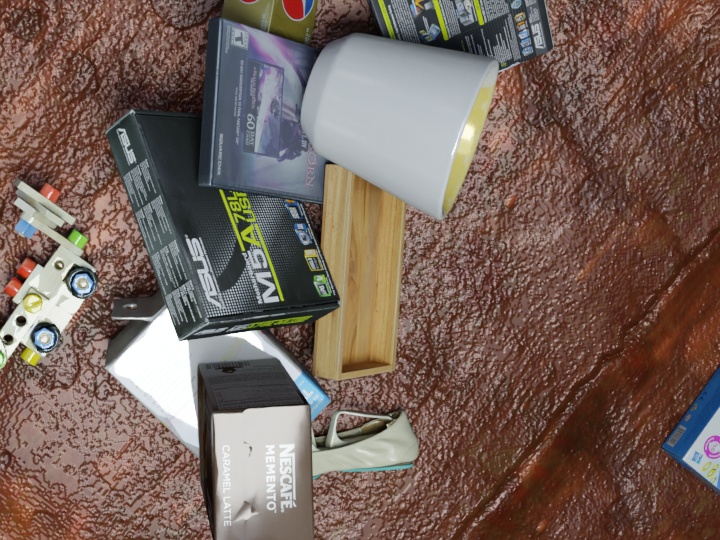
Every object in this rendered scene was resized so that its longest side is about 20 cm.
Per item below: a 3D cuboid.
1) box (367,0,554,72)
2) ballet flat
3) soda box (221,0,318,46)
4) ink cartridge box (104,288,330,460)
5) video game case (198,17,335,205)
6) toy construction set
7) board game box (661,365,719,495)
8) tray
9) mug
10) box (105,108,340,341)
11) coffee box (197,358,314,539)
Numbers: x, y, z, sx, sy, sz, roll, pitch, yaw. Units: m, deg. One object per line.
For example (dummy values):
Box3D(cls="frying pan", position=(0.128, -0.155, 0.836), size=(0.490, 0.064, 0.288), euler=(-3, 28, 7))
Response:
Box3D(cls="box", position=(0.087, -0.258, 1.179), size=(0.158, 0.045, 0.201), euler=(-23, 141, 3))
Box3D(cls="ballet flat", position=(-0.037, 0.174, 1.266), size=(0.197, 0.069, 0.071), euler=(-7, 98, -19))
Box3D(cls="soda box", position=(-0.076, -0.297, 1.193), size=(0.067, 0.063, 0.203), euler=(5, 97, -55))
Box3D(cls="ink cartridge box", position=(-0.146, 0.087, 1.202), size=(0.125, 0.129, 0.200), euler=(-45, 103, -3))
Box3D(cls="video game case", position=(-0.073, -0.139, 1.163), size=(0.199, 0.019, 0.145), euler=(5, 89, -55))
Box3D(cls="toy construction set", position=(-0.323, 0.012, 1.185), size=(0.130, 0.092, 0.201), euler=(36, 100, -12))
Box3D(cls="board game box", position=(0.460, 0.173, 1.363), size=(0.195, 0.056, 0.201), euler=(37, 89, -12))
Box3D(cls="tray", position=(0.000, 0.000, 1.240), size=(0.098, 0.037, 0.204), euler=(-3, 98, -54))
Box3D(cls="mug", position=(0.028, -0.131, 1.162), size=(0.151, 0.188, 0.151), euler=(20, 54, 9))
Box3D(cls="box", position=(-0.119, -0.044, 1.144), size=(0.047, 0.192, 0.203), euler=(-28, 76, 31))
Box3D(cls="coffee box", position=(-0.091, 0.148, 1.051), size=(0.078, 0.200, 0.116), euler=(-3, 97, -10))
